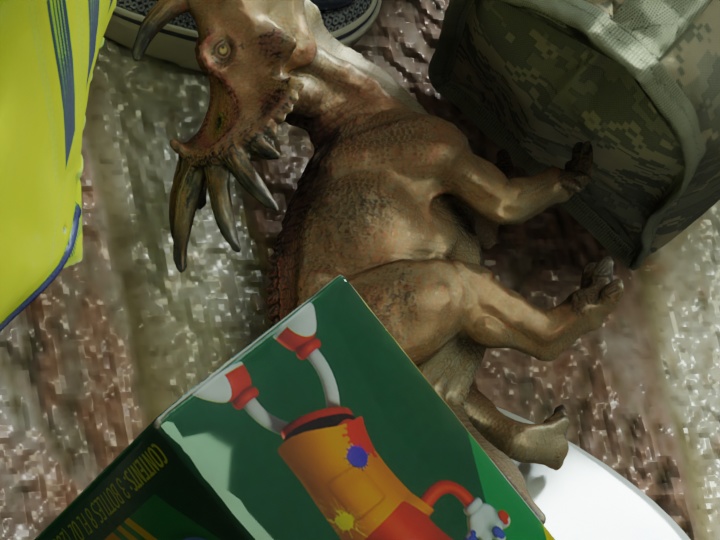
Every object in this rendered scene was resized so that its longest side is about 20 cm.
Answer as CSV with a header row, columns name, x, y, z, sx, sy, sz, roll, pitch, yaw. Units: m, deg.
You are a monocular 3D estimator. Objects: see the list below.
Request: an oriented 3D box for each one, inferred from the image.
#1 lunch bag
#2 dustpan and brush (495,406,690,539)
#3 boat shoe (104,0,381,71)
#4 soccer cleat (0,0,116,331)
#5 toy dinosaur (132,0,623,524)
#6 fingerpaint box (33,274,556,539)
name,x,y,z,sx,sy,sz,roll,pitch,yaw
lunch bag,0.114,-0.106,0.877,0.118,0.200,0.164,43,80,6
dustpan and brush,0.092,0.126,0.883,0.199,0.057,0.140,16,48,-13
boat shoe,-0.071,-0.125,0.886,0.199,0.093,0.075,13,61,-22
soccer cleat,-0.106,-0.044,0.820,0.084,0.065,0.201,32,80,-34
toy dinosaur,0.000,0.000,0.853,0.135,0.086,0.201,0,60,-16
fingerpaint box,-0.016,0.120,0.731,0.073,0.200,0.167,-37,87,-34
